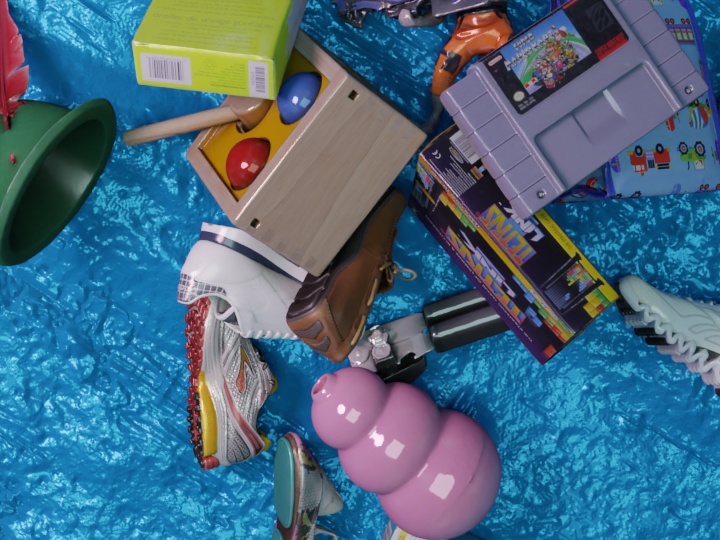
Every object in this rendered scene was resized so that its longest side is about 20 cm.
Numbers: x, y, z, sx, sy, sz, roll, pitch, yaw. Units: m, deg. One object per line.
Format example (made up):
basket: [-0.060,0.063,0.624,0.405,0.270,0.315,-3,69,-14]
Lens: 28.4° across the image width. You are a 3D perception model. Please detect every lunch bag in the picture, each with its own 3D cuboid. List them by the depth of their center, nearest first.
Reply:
lunch bag: [0.240,-0.165,1.260,0.150,0.094,0.202,-5,92,-32]

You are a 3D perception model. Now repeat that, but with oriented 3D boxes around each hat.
hat: [-0.331,-0.128,1.276,0.175,0.200,0.166,32,139,7]

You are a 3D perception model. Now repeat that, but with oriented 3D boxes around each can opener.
can opener: [0.081,0.058,1.359,0.199,0.053,0.067,-22,136,5]

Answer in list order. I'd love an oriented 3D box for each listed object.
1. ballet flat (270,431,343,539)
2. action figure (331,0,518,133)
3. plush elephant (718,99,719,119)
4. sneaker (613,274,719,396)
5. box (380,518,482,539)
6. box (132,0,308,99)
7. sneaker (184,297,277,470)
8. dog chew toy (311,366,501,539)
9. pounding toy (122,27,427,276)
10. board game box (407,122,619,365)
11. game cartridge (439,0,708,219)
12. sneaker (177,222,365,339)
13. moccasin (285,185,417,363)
ballet flat: [-0.055,0.249,1.390,0.071,0.069,0.202,2,107,-20]
action figure: [0.082,-0.224,1.288,0.199,0.104,0.195,0,97,28]
plush elephant: [0.401,-0.166,1.254,0.164,0.155,0.201,-15,103,2]
sneaker: [0.327,0.057,1.352,0.199,0.075,0.081,35,86,-10]
box: [0.111,0.311,1.408,0.199,0.049,0.083,25,101,-6]
box: [-0.112,-0.229,1.227,0.121,0.201,0.048,7,134,6]
sneaker: [-0.123,0.086,1.352,0.082,0.078,0.202,-5,105,-18]
dog chew toy: [0.036,0.163,1.327,0.200,0.125,0.125,38,99,-18]
pounding toy: [-0.082,-0.117,1.253,0.142,0.200,0.184,33,99,-34]
board game box: [0.127,-0.020,1.248,0.057,0.165,0.200,-38,81,-11]
game cartridge: [0.177,-0.149,1.178,0.199,0.038,0.130,-35,93,-15]
sneaker: [-0.081,0.031,1.301,0.199,0.076,0.081,31,74,-32]
moccasin: [0.001,-0.001,1.275,0.073,0.202,0.078,-26,117,33]
